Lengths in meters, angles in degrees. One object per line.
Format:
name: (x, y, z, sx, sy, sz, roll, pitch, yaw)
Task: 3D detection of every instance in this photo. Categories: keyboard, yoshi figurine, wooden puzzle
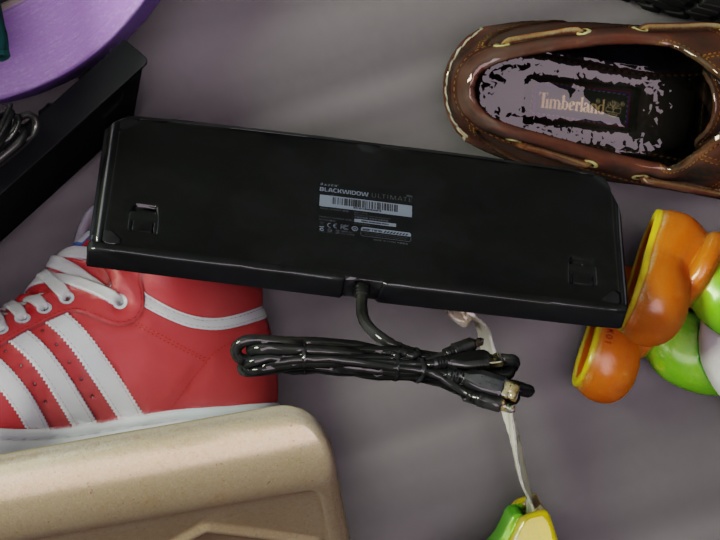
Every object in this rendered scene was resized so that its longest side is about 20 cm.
keyboard: (-0.156, -0.016, 0.844, 0.021, 0.127, 0.200, 44, 73, 3)
yoshi figurine: (0.186, 0.059, 0.898, 0.199, 0.113, 0.113, 20, 109, -5)
wooden puzzle: (-0.093, 0.124, 0.882, 0.184, 0.047, 0.201, -10, 139, -1)
keyboard: (0.000, 0.000, 0.834, 0.198, 0.128, 0.021, 6, 135, -4)

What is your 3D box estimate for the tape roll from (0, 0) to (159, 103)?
tape roll: (-0.161, -0.164, 0.888, 0.198, 0.066, 0.202, 0, 95, -2)

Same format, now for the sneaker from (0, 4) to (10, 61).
sneaker: (-0.143, -0.137, 0.814, 0.199, 0.084, 0.121, -27, 90, 8)

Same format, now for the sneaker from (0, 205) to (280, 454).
sneaker: (-0.125, 0.021, 0.875, 0.199, 0.071, 0.114, 0, 85, -29)

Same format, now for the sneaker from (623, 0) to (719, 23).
sneaker: (0.084, -0.170, 0.891, 0.199, 0.076, 0.088, 26, 87, -3)

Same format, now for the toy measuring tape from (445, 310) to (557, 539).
toy measuring tape: (0.044, 0.111, 0.912, 0.073, 0.074, 0.202, -18, 95, 0)

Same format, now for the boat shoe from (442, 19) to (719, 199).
boat shoe: (0.132, -0.062, 0.900, 0.198, 0.070, 0.071, 1, 93, -3)
